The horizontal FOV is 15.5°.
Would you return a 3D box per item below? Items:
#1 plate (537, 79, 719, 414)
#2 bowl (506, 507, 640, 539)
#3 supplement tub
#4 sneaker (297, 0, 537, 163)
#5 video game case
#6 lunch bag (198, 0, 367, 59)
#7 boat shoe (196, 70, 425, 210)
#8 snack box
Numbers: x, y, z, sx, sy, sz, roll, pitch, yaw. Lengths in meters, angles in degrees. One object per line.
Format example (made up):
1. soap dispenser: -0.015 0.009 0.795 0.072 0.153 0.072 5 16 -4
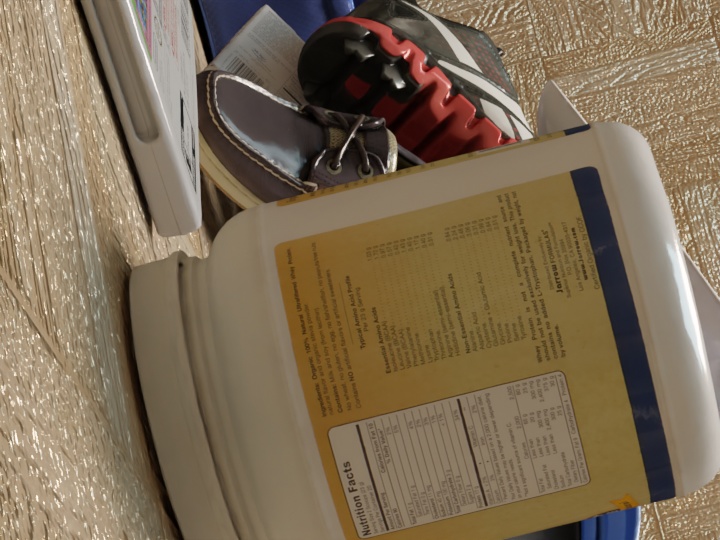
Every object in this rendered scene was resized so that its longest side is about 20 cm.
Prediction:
1. plate: 0.158 0.015 1.493 0.200 0.032 0.200 56 -7 28
2. bowl: 0.039 0.093 1.267 0.039 0.200 0.201 -53 -141 45
3. supplement tub: 0.024 0.034 0.994 0.144 0.199 0.145 -14 90 -86
4. sneaker: 0.061 -0.073 1.404 0.200 0.071 0.098 43 40 -8
5. video game case: -0.102 -0.141 1.125 0.200 0.022 0.182 -97 173 -57
6. lunch bag: -0.034 -0.195 1.536 0.136 0.132 0.200 -97 172 -64
7. boat shoe: -0.006 -0.048 1.309 0.200 0.065 0.072 34 40 -34
8. snack box: 0.001 -0.050 1.405 0.200 0.024 0.072 45 37 -7
